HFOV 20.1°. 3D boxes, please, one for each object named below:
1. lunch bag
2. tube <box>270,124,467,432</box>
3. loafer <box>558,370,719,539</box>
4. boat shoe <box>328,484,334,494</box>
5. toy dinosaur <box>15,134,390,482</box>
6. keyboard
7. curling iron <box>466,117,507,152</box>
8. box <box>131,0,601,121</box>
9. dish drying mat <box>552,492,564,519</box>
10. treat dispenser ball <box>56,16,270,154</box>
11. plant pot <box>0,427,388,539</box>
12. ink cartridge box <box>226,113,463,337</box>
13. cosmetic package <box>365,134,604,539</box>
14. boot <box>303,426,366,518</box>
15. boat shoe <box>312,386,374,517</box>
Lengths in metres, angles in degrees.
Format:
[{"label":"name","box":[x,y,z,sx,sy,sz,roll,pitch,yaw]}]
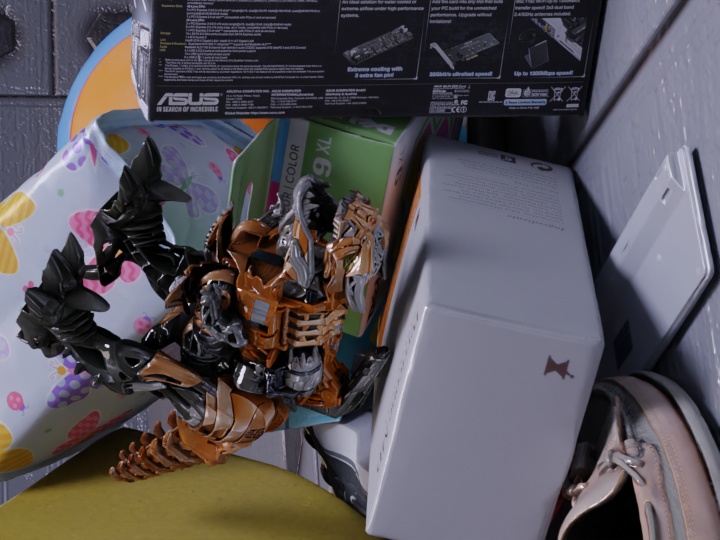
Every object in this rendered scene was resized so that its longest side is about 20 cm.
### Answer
[{"label":"lunch bag","box":[-0.121,0.003,1.028,0.127,0.169,0.200,54,-159,9]},{"label":"tube","box":[0.000,0.000,1.049,0.077,0.050,0.201,-19,37,49]},{"label":"loafer","box":[0.101,0.099,0.730,0.200,0.062,0.072,-109,21,-58]},{"label":"boat shoe","box":[0.016,0.117,1.179,0.072,0.072,0.201,58,-159,-72]},{"label":"toy dinosaur","box":[-0.064,0.030,0.828,0.200,0.135,0.102,-55,2,22]},{"label":"keyboard","box":[0.108,0.024,0.837,0.200,0.011,0.057,109,153,-60]},{"label":"curling iron","box":[0.061,-0.032,1.022,0.050,0.025,0.202,135,133,-71]},{"label":"box","box":[0.006,-0.143,0.853,0.050,0.198,0.159,-113,24,-57]},{"label":"dish drying mat","box":[0.051,0.138,0.948,0.077,0.018,0.201,-87,15,-45]},{"label":"treat dispenser ball","box":[-0.081,-0.064,1.204,0.201,0.199,0.203,180,90,-79]},{"label":"plant pot","box":[-0.072,0.202,0.935,0.195,0.199,0.196,-33,-62,-53]},{"label":"ink cartridge box","box":[-0.004,-0.042,0.941,0.200,0.059,0.104,-57,-18,-56]},{"label":"cosmetic package","box":[0.048,0.027,0.843,0.200,0.071,0.102,-86,10,-69]},{"label":"boot","box":[-0.014,0.102,1.108,0.203,0.073,0.155,-1,95,40]},{"label":"boat shoe","box":[0.026,0.096,0.956,0.200,0.068,0.057,-155,47,-75]}]
